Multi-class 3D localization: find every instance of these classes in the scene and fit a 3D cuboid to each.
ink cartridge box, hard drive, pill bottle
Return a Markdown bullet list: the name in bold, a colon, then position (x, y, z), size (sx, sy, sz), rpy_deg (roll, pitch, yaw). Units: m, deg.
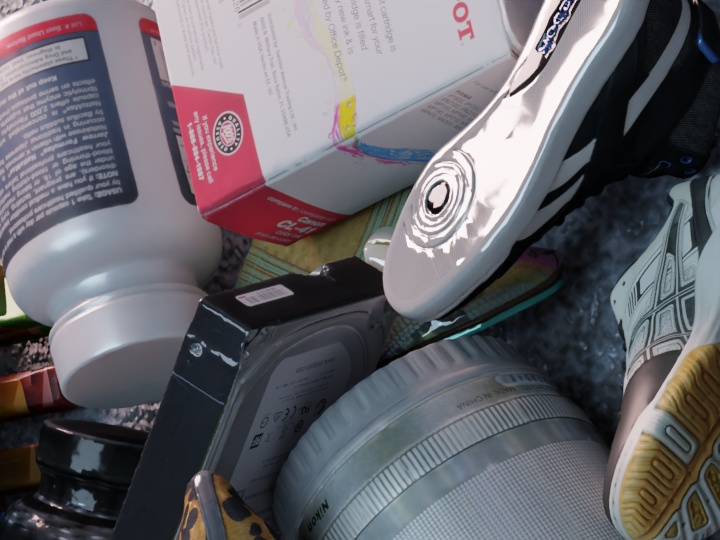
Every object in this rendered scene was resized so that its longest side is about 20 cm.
- **ink cartridge box**: position (0.003, -0.120, 1.464), size (0.199, 0.085, 0.148), rpy_deg (-24, 65, 27)
- **hard drive**: position (-0.058, 0.096, 1.377), size (0.038, 0.139, 0.201), rpy_deg (32, 113, 24)
- **pill bottle**: position (-0.139, -0.035, 1.556), size (0.119, 0.119, 0.201), rpy_deg (-31, 63, 32)
- **pill bottle**: position (-0.146, 0.186, 1.548), size (0.111, 0.112, 0.201), rpy_deg (12, 92, 39)

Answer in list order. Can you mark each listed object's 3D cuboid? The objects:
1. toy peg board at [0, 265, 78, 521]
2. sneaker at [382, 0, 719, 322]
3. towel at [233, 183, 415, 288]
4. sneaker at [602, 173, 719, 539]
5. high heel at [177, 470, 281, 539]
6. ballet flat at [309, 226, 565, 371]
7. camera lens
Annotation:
- **toy peg board**: position (-0.221, 0.083, 1.577), size (0.097, 0.200, 0.201), rpy_deg (-12, 77, 22)
- **sneaker**: position (0.105, -0.046, 1.371), size (0.201, 0.112, 0.073), rpy_deg (-56, 40, 12)
- **towel**: position (0.000, 0.000, 1.512), size (0.146, 0.022, 0.201), rpy_deg (27, 100, 36)
- **sneaker**: position (0.150, 0.041, 1.329), size (0.087, 0.076, 0.201), rpy_deg (-1, 52, 45)
- **high heel**: position (-0.048, 0.161, 1.362), size (0.071, 0.200, 0.144), rpy_deg (-15, 88, -2)
- **ballet flat**: position (0.006, 0.023, 1.443), size (0.199, 0.069, 0.071), rpy_deg (-31, 93, 27)
- **camera lens**: position (0.069, 0.151, 1.348), size (0.160, 0.160, 0.200), rpy_deg (-50, 58, 23)
